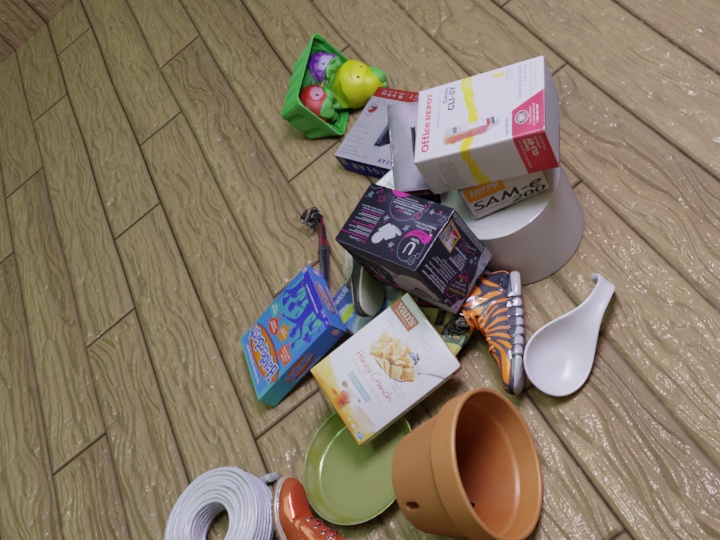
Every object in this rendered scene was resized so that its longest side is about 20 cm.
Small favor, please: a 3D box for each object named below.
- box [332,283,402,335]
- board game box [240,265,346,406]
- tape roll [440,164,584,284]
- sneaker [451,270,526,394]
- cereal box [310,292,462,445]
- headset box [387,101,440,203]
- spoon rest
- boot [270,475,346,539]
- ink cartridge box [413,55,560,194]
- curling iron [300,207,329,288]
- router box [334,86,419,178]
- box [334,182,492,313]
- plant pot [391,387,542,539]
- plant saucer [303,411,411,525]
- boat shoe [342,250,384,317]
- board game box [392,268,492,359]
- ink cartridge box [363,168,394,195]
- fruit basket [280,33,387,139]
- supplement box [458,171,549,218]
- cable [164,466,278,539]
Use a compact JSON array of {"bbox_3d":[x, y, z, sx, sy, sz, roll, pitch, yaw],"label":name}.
[{"bbox_3d":[0.025,0.066,1.486,0.199,0.048,0.123,30,77,43],"label":"box"},{"bbox_3d":[-0.123,0.114,1.516,0.200,0.045,0.153,-48,43,20],"label":"board game box"},{"bbox_3d":[0.245,-0.098,1.389,0.200,0.139,0.205,-17,51,22],"label":"tape roll"},{"bbox_3d":[0.194,0.096,1.309,0.110,0.078,0.203,-5,55,13],"label":"sneaker"},{"bbox_3d":[0.040,0.152,1.336,0.199,0.040,0.145,-39,72,5],"label":"cereal box"},{"bbox_3d":[0.092,-0.182,1.439,0.076,0.200,0.152,-6,78,4],"label":"headset box"},{"bbox_3d":[0.311,0.089,1.253,0.099,0.061,0.201,34,75,5],"label":"spoon rest"},{"bbox_3d":[-0.068,0.393,1.281,0.106,0.075,0.203,-29,61,21],"label":"boot"},{"bbox_3d":[0.182,-0.207,1.250,0.197,0.084,0.147,-11,53,26],"label":"ink cartridge box"},{"bbox_3d":[-0.080,-0.042,1.646,0.049,0.026,0.202,-3,52,-14],"label":"curling iron"},{"bbox_3d":[0.072,-0.265,1.691,0.198,0.049,0.181,19,70,41],"label":"router box"},{"bbox_3d":[0.080,-0.034,1.334,0.199,0.132,0.116,24,75,48],"label":"box"},{"bbox_3d":[0.136,0.275,1.172,0.139,0.199,0.203,-25,45,39],"label":"plant pot"},{"bbox_3d":[0.001,0.300,1.343,0.197,0.031,0.203,-19,50,24],"label":"plant saucer"},{"bbox_3d":[0.000,0.000,1.467,0.062,0.071,0.202,-20,45,24],"label":"boat shoe"},{"bbox_3d":[0.127,0.067,1.385,0.135,0.035,0.201,36,80,18],"label":"board game box"},{"bbox_3d":[0.133,-0.135,1.549,0.199,0.044,0.174,-41,76,1],"label":"ink cartridge box"},{"bbox_3d":[-0.053,-0.392,1.814,0.214,0.155,0.218,-34,39,33],"label":"fruit basket"},{"bbox_3d":[0.205,-0.195,1.337,0.124,0.074,0.202,-22,49,19],"label":"supplement box"},{"bbox_3d":[-0.226,0.418,1.385,0.197,0.069,0.203,-14,52,26],"label":"cable"}]
